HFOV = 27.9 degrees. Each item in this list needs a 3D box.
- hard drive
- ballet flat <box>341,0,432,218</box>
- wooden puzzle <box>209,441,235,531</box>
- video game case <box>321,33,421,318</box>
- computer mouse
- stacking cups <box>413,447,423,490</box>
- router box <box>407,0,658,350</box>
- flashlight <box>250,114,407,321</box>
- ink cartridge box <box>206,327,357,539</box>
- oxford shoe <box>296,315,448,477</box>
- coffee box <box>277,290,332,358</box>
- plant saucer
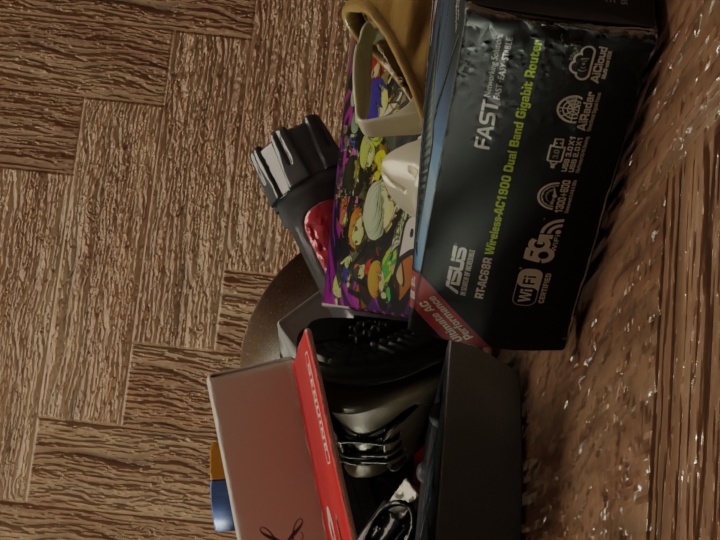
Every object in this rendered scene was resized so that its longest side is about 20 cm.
[{"bbox_3d":[0.043,0.148,0.657,0.135,0.042,0.201,97,180,-58],"label":"hard drive"},{"bbox_3d":[0.033,-0.061,0.665,0.069,0.063,0.201,66,-172,-50],"label":"ballet flat"},{"bbox_3d":[-0.065,0.173,0.879,0.185,0.046,0.202,92,179,-75],"label":"wooden puzzle"},{"bbox_3d":[0.037,-0.073,0.781,0.181,0.036,0.202,-174,90,-66],"label":"video game case"},{"bbox_3d":[-0.008,0.151,0.856,0.139,0.052,0.200,-59,5,13],"label":"computer mouse"},{"bbox_3d":[0.036,0.164,1.039,0.200,0.060,0.061,110,167,-66],"label":"stacking cups"},{"bbox_3d":[0.059,-0.094,0.543,0.151,0.062,0.201,98,178,-47],"label":"router box"},{"bbox_3d":[0.000,0.000,0.901,0.068,0.067,0.201,86,159,-78],"label":"flashlight"},{"bbox_3d":[-0.024,0.136,0.597,0.176,0.044,0.202,109,149,-78],"label":"ink cartridge box"},{"bbox_3d":[0.011,0.066,0.736,0.200,0.072,0.085,17,-99,-77],"label":"oxford shoe"},{"bbox_3d":[0.002,0.083,1.069,0.113,0.080,0.200,52,169,11],"label":"coffee box"},{"bbox_3d":[-0.007,0.062,1.218,0.037,0.199,0.202,37,129,46],"label":"plant saucer"}]
